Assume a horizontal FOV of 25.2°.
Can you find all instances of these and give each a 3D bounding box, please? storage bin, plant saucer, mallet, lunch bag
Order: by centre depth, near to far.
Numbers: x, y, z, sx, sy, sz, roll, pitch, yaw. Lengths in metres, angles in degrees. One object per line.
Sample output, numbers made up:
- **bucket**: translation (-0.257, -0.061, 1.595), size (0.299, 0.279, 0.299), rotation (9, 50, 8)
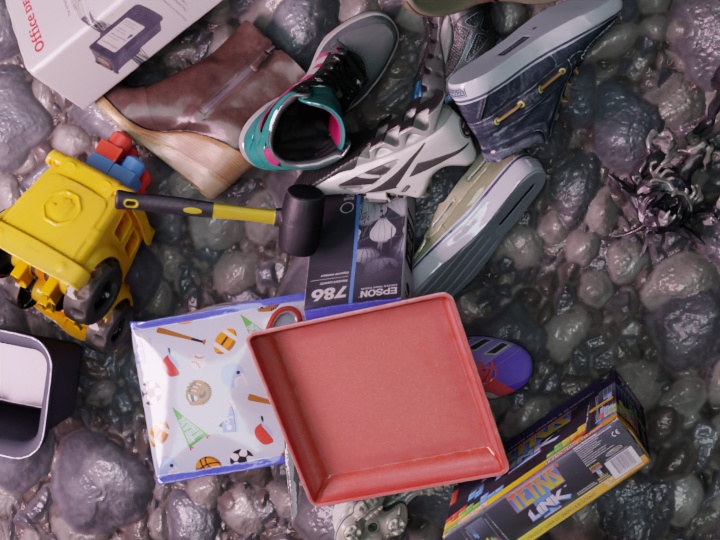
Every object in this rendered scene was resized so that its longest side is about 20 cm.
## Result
- **plant saucer**: translation (0.019, 0.115, 1.495), size (0.199, 0.037, 0.200), rotation (-13, 115, 15)
- **mallet**: translation (-0.134, -0.048, 1.544), size (0.199, 0.041, 0.066), rotation (0, 117, -2)
- **lunch bag**: translation (-0.110, 0.114, 1.610), size (0.199, 0.124, 0.171), rotation (-12, 89, 8)
- **storage bin**: translation (-0.388, 0.119, 1.671), size (0.199, 0.134, 0.146), rotation (9, 96, 13)

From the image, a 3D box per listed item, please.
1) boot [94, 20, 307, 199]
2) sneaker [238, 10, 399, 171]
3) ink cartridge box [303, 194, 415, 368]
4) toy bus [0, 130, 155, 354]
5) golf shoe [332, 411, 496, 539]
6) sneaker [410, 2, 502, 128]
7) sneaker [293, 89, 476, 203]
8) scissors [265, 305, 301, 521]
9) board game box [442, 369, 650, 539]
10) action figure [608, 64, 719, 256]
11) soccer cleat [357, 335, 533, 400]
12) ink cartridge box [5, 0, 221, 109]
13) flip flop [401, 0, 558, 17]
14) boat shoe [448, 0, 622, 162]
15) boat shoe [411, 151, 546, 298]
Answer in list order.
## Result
- **boot**: translation (-0.167, -0.188, 1.644), size (0.200, 0.072, 0.167), rotation (38, 89, 9)
- **sneaker**: translation (-0.029, -0.168, 1.554), size (0.200, 0.121, 0.084), rotation (-46, 112, -1)
- **ink cartridge box**: translation (0.000, 0.000, 1.557), size (0.099, 0.039, 0.200), rotation (-8, 48, 12)
- **toy bus**: translation (-0.271, -0.037, 1.628), size (0.135, 0.200, 0.192), rotation (26, 71, 15)
- **golf shoe**: translation (0.044, 0.191, 1.599), size (0.200, 0.097, 0.078), rotation (-42, 113, 0)
- **sneaker**: translation (0.102, -0.237, 1.574), size (0.082, 0.073, 0.201), rotation (8, 98, -10)
- **sneaker**: translation (0.022, -0.094, 1.563), size (0.200, 0.074, 0.089), rotation (-22, 120, 34)
- **scissors**: translation (-0.073, 0.136, 1.552), size (0.073, 0.014, 0.201), rotation (14, 86, -13)
- **board game box**: translation (0.176, 0.189, 1.526), size (0.200, 0.165, 0.057), rotation (-37, 96, 12)
- **action figure**: translation (0.313, -0.097, 1.510), size (0.119, 0.102, 0.200), rotation (34, 99, -3)
- **soccer cleat**: translation (0.078, 0.096, 1.564), size (0.199, 0.073, 0.068), rotation (4, 93, -13)
- **ink cartridge box**: translation (-0.245, -0.280, 1.604), size (0.200, 0.084, 0.145), rotation (-36, 51, 14)
- **flip flop**: translation (0.124, -0.279, 1.510), size (0.199, 0.058, 0.081), rotation (-5, 96, -26)
- **boat shoe**: translation (0.177, -0.186, 1.536), size (0.200, 0.071, 0.091), rotation (-33, 114, -17)
- **boat shoe**: translation (0.100, -0.042, 1.588), size (0.200, 0.072, 0.062), rotation (-48, 58, 8)
